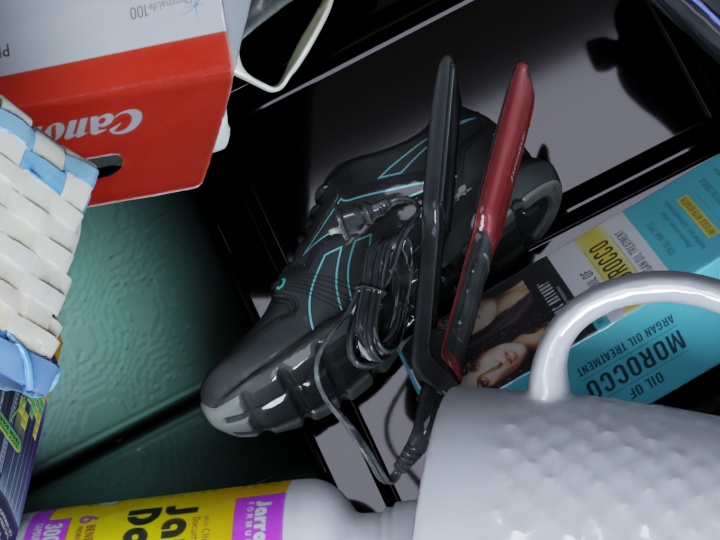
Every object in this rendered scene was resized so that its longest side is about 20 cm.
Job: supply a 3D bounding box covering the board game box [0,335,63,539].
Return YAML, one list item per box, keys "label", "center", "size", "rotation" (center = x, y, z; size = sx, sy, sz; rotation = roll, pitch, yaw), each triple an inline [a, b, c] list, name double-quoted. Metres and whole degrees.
- label: "board game box"
  center: [-0.247, 0.088, 0.930]
  size: [0.198, 0.057, 0.166]
  rotation: [-9, 43, 14]

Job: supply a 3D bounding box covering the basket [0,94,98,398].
- label: "basket"
  center: [-0.210, 0.020, 0.843]
  size: [0.175, 0.139, 0.202]
  rotation: [6, 74, 46]

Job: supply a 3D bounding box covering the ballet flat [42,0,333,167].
- label: "ballet flat"
  center: [-0.073, -0.100, 0.986]
  size: [0.200, 0.068, 0.068]
  rotation: [-44, 103, -3]

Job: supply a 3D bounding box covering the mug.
- label: "mug"
  center: [0.117, 0.101, 0.806]
  size: [0.173, 0.148, 0.202]
  rotation: [4, 94, 11]

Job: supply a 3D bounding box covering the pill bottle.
- label: "pill bottle"
  center: [-0.060, 0.150, 0.915]
  size: [0.198, 0.104, 0.105]
  rotation: [-8, 78, 7]

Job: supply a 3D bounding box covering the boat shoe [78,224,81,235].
- label: "boat shoe"
  center: [-0.237, -0.042, 1.001]
  size: [0.198, 0.062, 0.076]
  rotation: [20, 84, 13]

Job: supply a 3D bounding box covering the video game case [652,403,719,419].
- label: "video game case"
  center: [0.157, 0.167, 0.919]
  size: [0.180, 0.023, 0.202]
  rotation: [10, 81, 11]

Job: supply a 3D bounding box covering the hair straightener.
- label: "hair straightener"
  center: [0.023, -0.004, 0.900]
  size: [0.076, 0.041, 0.202]
  rotation: [8, 71, 14]

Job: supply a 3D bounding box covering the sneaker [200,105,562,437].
- label: "sneaker"
  center: [0.000, 0.000, 0.960]
  size: [0.199, 0.076, 0.079]
  rotation: [-37, 66, -9]

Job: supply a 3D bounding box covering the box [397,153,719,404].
- label: "box"
  center: [0.118, 0.019, 0.919]
  size: [0.199, 0.082, 0.049]
  rotation: [-31, 117, 2]

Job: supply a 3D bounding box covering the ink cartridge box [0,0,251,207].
- label: "ink cartridge box"
  center: [-0.130, -0.119, 0.949]
  size: [0.159, 0.047, 0.202]
  rotation: [-8, 51, 25]

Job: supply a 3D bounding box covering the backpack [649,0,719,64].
- label: "backpack"
  center: [0.224, -0.163, 0.908]
  size: [0.200, 0.154, 0.191]
  rotation: [43, 96, 8]
